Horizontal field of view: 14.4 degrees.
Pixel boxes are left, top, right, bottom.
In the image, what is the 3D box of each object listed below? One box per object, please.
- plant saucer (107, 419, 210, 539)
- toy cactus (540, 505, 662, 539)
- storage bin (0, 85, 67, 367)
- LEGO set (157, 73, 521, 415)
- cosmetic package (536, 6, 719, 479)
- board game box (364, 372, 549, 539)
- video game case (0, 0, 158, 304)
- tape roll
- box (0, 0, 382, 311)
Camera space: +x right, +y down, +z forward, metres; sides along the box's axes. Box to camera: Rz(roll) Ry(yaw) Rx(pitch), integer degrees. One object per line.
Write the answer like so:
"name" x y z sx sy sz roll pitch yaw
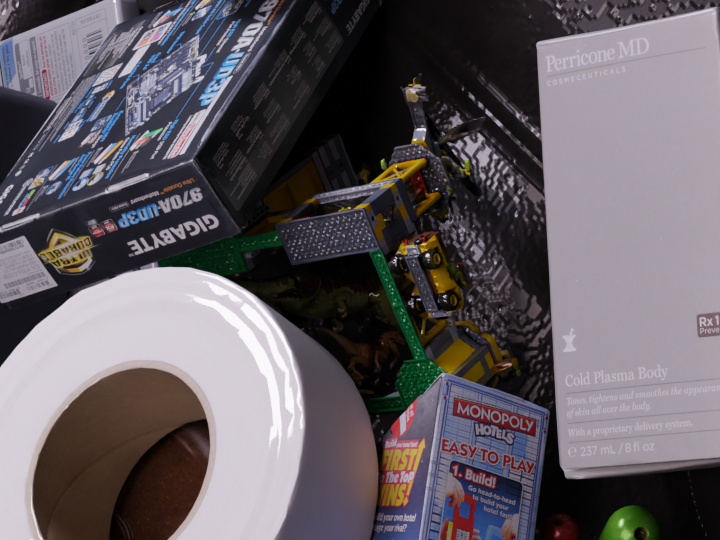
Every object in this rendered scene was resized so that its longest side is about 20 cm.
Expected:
"plant saucer" -0.126 0.145 1.387 0.199 0.034 0.202 -12 62 23
"toy cactus" 0.073 0.196 1.332 0.165 0.102 0.201 26 111 46
"storage bin" -0.220 -0.017 1.507 0.145 0.134 0.202 -6 85 37
"LEGO set" 0.000 0.000 1.403 0.199 0.116 0.154 -18 105 44
"cosmetic package" 0.147 -0.011 1.286 0.106 0.090 0.202 -10 83 39
"board game box" 0.016 0.153 1.320 0.200 0.061 0.201 -8 64 65
"video game case" -0.180 -0.030 1.575 0.181 0.022 0.201 -17 77 35
"tape roll" -0.093 0.104 1.318 0.201 0.071 0.204 -14 60 26
"box" -0.093 -0.074 1.416 0.158 0.200 0.046 -18 119 35
